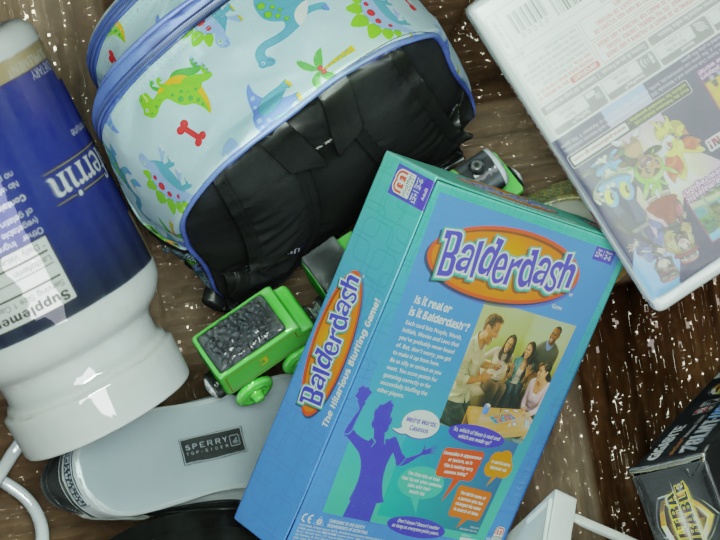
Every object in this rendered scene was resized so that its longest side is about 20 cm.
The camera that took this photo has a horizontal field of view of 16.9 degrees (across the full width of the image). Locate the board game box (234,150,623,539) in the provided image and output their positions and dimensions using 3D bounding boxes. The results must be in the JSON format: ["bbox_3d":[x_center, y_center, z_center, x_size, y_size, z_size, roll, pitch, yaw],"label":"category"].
[{"bbox_3d":[0.039,0.054,1.223,0.152,0.045,0.200,17,99,-43],"label":"board game box"}]

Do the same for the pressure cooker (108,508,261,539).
[{"bbox_3d":[-0.076,0.219,1.237,0.178,0.200,0.176,-27,131,16],"label":"pressure cooker"}]

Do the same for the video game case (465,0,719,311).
[{"bbox_3d":[0.183,-0.108,1.215,0.200,0.023,0.182,-33,97,-1],"label":"video game case"}]

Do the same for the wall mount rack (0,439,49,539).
[{"bbox_3d":[-0.228,0.067,1.274,0.200,0.075,0.174,34,52,-9],"label":"wall mount rack"}]

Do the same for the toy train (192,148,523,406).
[{"bbox_3d":[0.000,0.000,1.253,0.200,0.056,0.042,-35,65,-6],"label":"toy train"}]

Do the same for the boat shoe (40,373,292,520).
[{"bbox_3d":[-0.073,0.101,1.293,0.199,0.068,0.074,-12,84,-30],"label":"boat shoe"}]

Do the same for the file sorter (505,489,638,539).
[{"bbox_3d":[0.108,0.246,1.247,0.124,0.139,0.200,23,51,-14],"label":"file sorter"}]

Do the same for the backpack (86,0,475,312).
[{"bbox_3d":[-0.049,-0.092,1.218,0.183,0.200,0.147,-38,77,-2],"label":"backpack"}]

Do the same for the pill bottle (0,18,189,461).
[{"bbox_3d":[-0.171,-0.014,1.205,0.116,0.116,0.200,-27,102,-5],"label":"pill bottle"}]

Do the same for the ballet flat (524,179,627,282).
[{"bbox_3d":[0.077,0.002,1.307,0.200,0.071,0.071,-20,96,-6],"label":"ballet flat"}]

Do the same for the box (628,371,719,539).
[{"bbox_3d":[0.223,0.157,1.274,0.050,0.198,0.200,-18,98,31],"label":"box"}]
